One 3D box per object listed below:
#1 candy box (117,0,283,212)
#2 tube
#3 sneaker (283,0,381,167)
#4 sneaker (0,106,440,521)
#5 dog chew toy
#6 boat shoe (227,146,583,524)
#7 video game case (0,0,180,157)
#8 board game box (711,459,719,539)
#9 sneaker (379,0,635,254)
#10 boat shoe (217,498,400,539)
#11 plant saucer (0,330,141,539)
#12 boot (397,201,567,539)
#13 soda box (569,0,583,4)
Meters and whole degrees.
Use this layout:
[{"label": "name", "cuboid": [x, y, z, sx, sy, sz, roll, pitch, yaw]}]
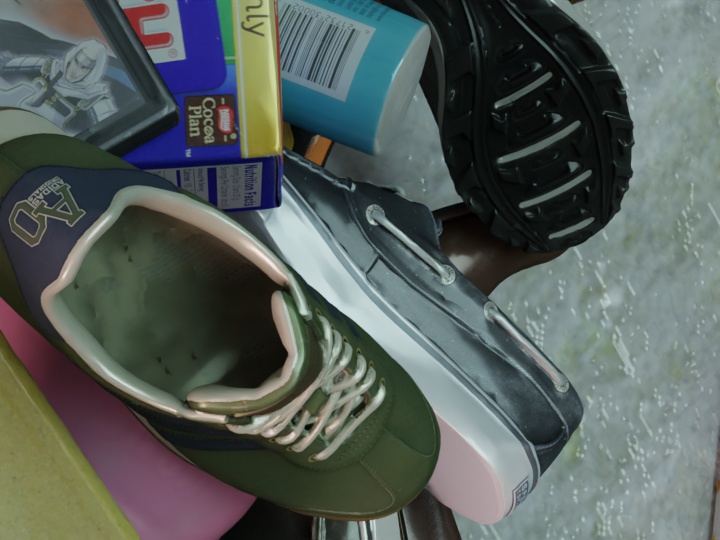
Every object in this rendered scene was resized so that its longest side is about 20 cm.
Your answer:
[{"label": "candy box", "cuboid": [-0.127, -0.103, 0.750, 0.200, 0.077, 0.169, -4, 80, -5]}, {"label": "tube", "cuboid": [-0.075, -0.102, 0.818, 0.200, 0.050, 0.078, 23, 55, 8]}, {"label": "sneaker", "cuboid": [-0.013, -0.113, 0.909, 0.090, 0.070, 0.200, 43, 61, -30]}, {"label": "sneaker", "cuboid": [-0.037, 0.028, 0.671, 0.200, 0.090, 0.067, 38, 85, -32]}, {"label": "dog chew toy", "cuboid": [-0.109, 0.084, 0.756, 0.124, 0.124, 0.200, 39, 66, -24]}, {"label": "boat shoe", "cuboid": [0.000, 0.000, 0.823, 0.200, 0.072, 0.068, 43, 61, 2]}, {"label": "video game case", "cuboid": [-0.182, -0.088, 0.694, 0.181, 0.026, 0.200, -30, 84, -7]}, {"label": "board game box", "cuboid": [0.272, 0.113, 1.046, 0.200, 0.105, 0.103, 22, 67, -32]}, {"label": "sneaker", "cuboid": [0.046, -0.098, 0.862, 0.200, 0.074, 0.079, 63, 7, -19]}, {"label": "boat shoe", "cuboid": [-0.035, 0.142, 0.801, 0.064, 0.071, 0.200, 12, 84, -57]}, {"label": "plant saucer", "cuboid": [-0.149, 0.084, 0.610, 0.200, 0.048, 0.200, 58, 31, -17]}, {"label": "boot", "cuboid": [0.032, 0.078, 0.896, 0.186, 0.064, 0.200, -13, 85, -25]}, {"label": "soda box", "cuboid": [0.046, -0.204, 0.969, 0.064, 0.068, 0.200, -23, 93, -39]}]
